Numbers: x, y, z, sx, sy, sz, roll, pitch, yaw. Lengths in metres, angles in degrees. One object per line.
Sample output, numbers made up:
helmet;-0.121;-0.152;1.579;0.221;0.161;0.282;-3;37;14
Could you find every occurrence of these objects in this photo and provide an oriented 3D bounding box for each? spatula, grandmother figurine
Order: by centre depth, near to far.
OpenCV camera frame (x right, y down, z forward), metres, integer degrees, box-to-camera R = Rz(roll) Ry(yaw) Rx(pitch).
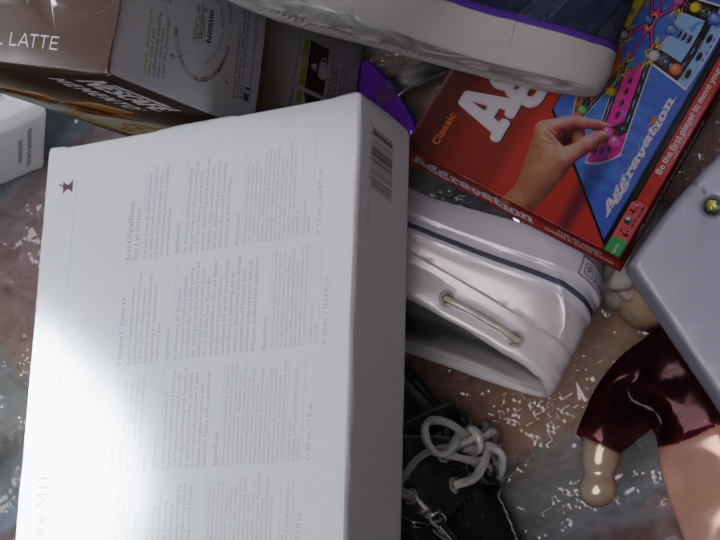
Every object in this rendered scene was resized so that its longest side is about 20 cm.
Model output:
grandmother figurine;0.147;0.067;0.737;0.120;0.061;0.201;-18;80;-8
spatula;0.047;-0.105;0.786;0.200;0.021;0.057;-42;56;11

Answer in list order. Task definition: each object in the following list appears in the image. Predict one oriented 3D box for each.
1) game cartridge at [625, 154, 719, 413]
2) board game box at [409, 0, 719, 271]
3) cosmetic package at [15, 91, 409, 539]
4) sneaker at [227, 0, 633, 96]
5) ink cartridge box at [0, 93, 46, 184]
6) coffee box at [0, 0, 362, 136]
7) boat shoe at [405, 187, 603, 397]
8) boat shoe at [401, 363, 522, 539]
game cartridge;0.214;-0.017;0.696;0.199;0.041;0.134;-33;85;-1
board game box;0.112;-0.107;0.726;0.102;0.019;0.201;27;76;18
cosmetic package;-0.058;0.042;0.678;0.150;0.052;0.202;-6;71;26
sneaker;0.028;-0.159;0.659;0.199;0.080;0.148;14;90;-23
ink cartridge box;-0.269;-0.084;0.817;0.199;0.084;0.146;-26;80;-17
coffee box;-0.092;-0.103;0.734;0.113;0.200;0.080;8;87;25
boat shoe;0.000;0.000;0.732;0.198;0.074;0.067;13;63;19
boat shoe;0.028;0.086;0.767;0.200;0.073;0.068;51;119;22
